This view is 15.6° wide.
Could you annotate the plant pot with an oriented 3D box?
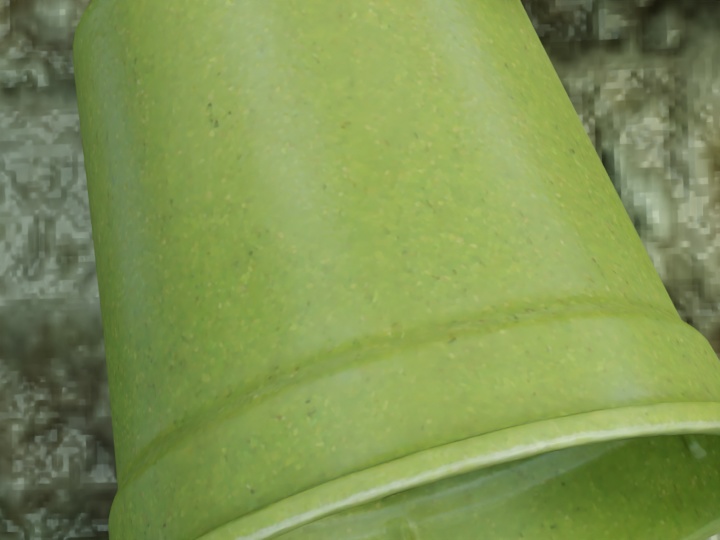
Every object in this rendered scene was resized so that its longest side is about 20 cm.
[{"bbox_3d":[0.000,0.000,0.758,0.200,0.200,0.185,-21,70,11],"label":"plant pot"}]
